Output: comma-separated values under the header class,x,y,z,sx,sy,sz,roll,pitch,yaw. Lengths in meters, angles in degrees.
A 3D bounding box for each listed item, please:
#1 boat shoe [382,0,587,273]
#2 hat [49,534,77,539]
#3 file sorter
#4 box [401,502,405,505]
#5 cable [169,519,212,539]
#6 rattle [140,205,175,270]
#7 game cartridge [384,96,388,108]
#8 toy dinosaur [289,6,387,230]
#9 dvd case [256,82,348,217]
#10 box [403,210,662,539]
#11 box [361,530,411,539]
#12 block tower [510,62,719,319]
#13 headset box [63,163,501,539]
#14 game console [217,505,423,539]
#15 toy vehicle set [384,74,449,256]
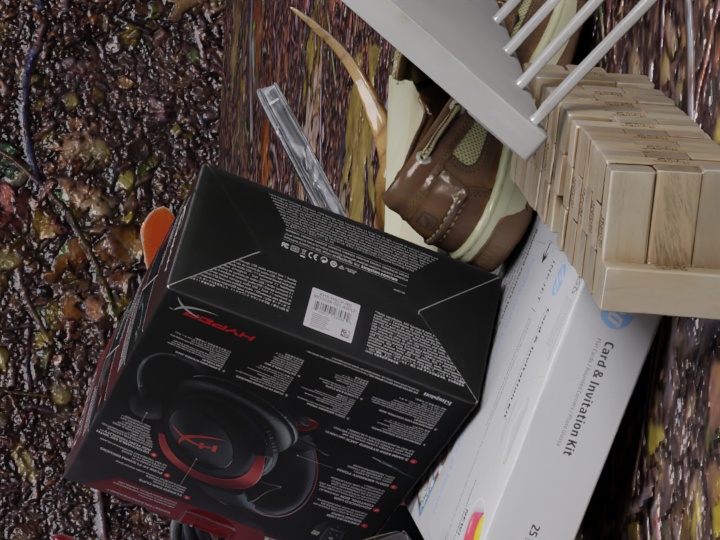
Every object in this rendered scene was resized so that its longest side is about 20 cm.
class,x,y,z,sx,sy,sz,roll,pitch,yaw
boat shoe,0.055,-0.095,1.285,0.075,0.075,0.203,-55,16,45
hat,-0.069,0.258,1.718,0.200,0.165,0.176,48,-151,-54
file sorter,0.048,-0.164,1.145,0.125,0.139,0.200,-47,17,14
box,-0.007,0.217,1.615,0.200,0.095,0.100,-106,16,-59
cable,-0.040,0.144,1.717,0.051,0.163,0.200,-123,36,-53
rattle,-0.082,0.085,1.499,0.143,0.200,0.130,-47,2,24
game cartridge,0.043,-0.088,1.668,0.200,0.038,0.130,111,165,-66
toy dinosaur,0.025,-0.051,1.538,0.106,0.060,0.200,71,178,-57
dvd case,0.000,0.000,1.474,0.149,0.016,0.200,62,180,23
box,0.070,0.055,1.222,0.200,0.041,0.156,-123,54,-79
box,0.029,0.237,1.176,0.200,0.048,0.159,54,143,32
block tower,0.104,-0.036,1.102,0.200,0.054,0.058,-112,26,-71
headset box,-0.042,0.056,1.282,0.200,0.148,0.075,122,166,-52
game console,-0.043,0.205,1.508,0.177,0.031,0.200,-2,45,45
toy vehicle set,0.044,-0.015,1.404,0.200,0.026,0.125,43,-133,-74
